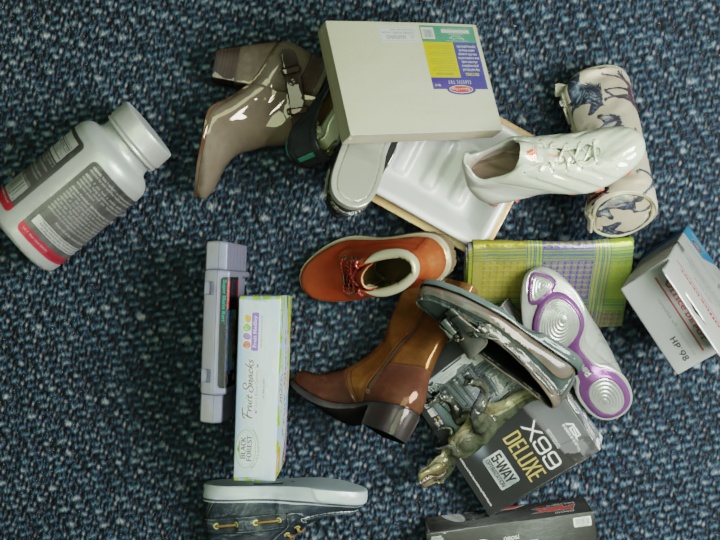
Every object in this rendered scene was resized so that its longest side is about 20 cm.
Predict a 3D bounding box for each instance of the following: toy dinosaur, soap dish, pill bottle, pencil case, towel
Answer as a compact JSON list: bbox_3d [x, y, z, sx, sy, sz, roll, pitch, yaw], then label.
[{"bbox_3d":[0.129,0.164,1.284,0.199,0.048,0.088,-38,102,19],"label":"toy dinosaur"},{"bbox_3d":[0.091,-0.127,1.335,0.198,0.081,0.159,28,89,1],"label":"soap dish"},{"bbox_3d":[-0.322,-0.103,1.324,0.199,0.111,0.111,-39,89,0],"label":"pill bottle"},{"bbox_3d":[0.280,-0.136,1.291,0.088,0.078,0.202,-11,57,11],"label":"pencil case"},{"bbox_3d":[0.213,0.016,1.320,0.197,0.023,0.145,-1,133,2],"label":"towel"}]

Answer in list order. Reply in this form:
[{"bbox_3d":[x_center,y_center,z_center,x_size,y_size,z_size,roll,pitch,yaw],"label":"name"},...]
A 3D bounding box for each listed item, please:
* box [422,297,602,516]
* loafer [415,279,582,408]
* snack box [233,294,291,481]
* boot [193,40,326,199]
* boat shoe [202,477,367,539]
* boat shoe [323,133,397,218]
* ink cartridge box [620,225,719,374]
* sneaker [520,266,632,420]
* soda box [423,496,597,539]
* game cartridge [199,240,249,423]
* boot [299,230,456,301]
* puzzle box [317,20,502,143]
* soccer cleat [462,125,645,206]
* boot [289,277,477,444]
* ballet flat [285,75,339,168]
[{"bbox_3d":[0.162,0.159,1.323,0.157,0.050,0.201,-34,89,20],"label":"box"},{"bbox_3d":[0.145,0.079,1.231,0.198,0.072,0.063,28,72,1],"label":"loafer"},{"bbox_3d":[-0.111,0.129,1.302,0.052,0.142,0.203,2,90,2],"label":"snack box"},{"bbox_3d":[-0.113,-0.173,1.348,0.144,0.070,0.203,10,96,-7],"label":"boot"},{"bbox_3d":[-0.089,0.295,1.340,0.197,0.071,0.092,-1,90,8],"label":"boat shoe"},{"bbox_3d":[0.012,-0.149,1.262,0.073,0.060,0.202,22,70,-10],"label":"boat shoe"},{"bbox_3d":[0.358,0.035,1.268,0.066,0.200,0.117,-35,89,28],"label":"ink cartridge box"},{"bbox_3d":[0.240,0.079,1.314,0.074,0.100,0.201,-30,105,10],"label":"sneaker"},{"bbox_3d":[0.175,0.317,1.331,0.197,0.071,0.064,-7,94,1],"label":"soda box"},{"bbox_3d":[-0.155,0.069,1.311,0.038,0.130,0.203,2,90,0],"label":"game cartridge"},{"bbox_3d":[0.000,0.000,1.298,0.198,0.107,0.076,-12,97,30],"label":"boot"},{"bbox_3d":[0.057,-0.207,1.248,0.198,0.025,0.135,-5,74,-28],"label":"puzzle box"},{"bbox_3d":[0.205,-0.117,1.223,0.198,0.078,0.070,-13,58,23],"label":"soccer cleat"},{"bbox_3d":[0.022,0.082,1.323,0.068,0.187,0.202,37,72,-40],"label":"boot"},{"bbox_3d":[-0.014,-0.201,1.314,0.073,0.073,0.201,31,68,1],"label":"ballet flat"}]
